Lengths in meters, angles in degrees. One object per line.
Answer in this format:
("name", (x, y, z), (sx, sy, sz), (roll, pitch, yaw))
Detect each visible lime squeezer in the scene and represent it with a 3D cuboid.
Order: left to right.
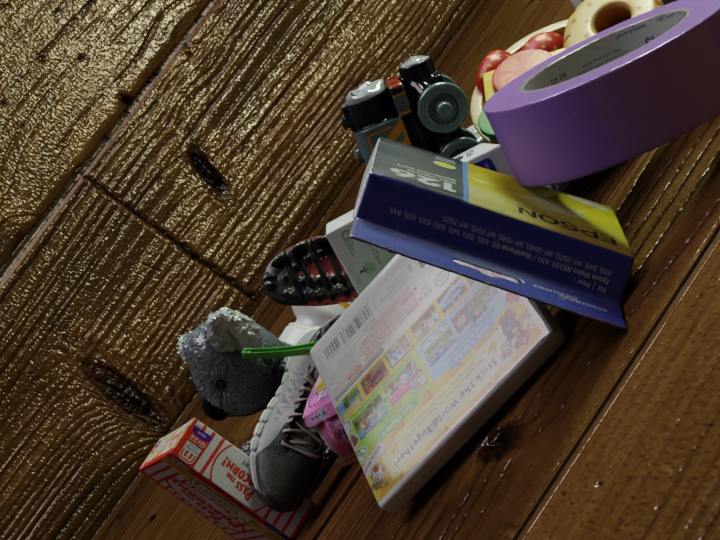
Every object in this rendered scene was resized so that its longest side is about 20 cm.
("lime squeezer", (-0.010, 0.043, 1.222), (0.200, 0.071, 0.038), (-37, 32, 21))

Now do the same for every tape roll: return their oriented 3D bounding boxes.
("tape roll", (0.195, -0.137, 1.063), (0.200, 0.066, 0.200), (-25, 12, 6))

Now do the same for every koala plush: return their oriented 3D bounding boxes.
("koala plush", (-0.107, 0.119, 1.546), (0.184, 0.200, 0.177), (-56, 7, -20))

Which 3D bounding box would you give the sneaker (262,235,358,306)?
("sneaker", (0.000, 0.000, 1.384), (0.200, 0.071, 0.098), (-16, -19, -13))

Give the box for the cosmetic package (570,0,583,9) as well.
("cosmetic package", (0.308, -0.344, 1.414), (0.200, 0.052, 0.151), (-35, 1, 38))

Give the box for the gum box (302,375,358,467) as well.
("gum box", (0.028, 0.085, 1.273), (0.113, 0.066, 0.200), (-31, 16, 23))

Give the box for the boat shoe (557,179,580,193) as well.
("boat shoe", (0.189, -0.133, 1.352), (0.203, 0.075, 0.075), (-55, 8, -15))

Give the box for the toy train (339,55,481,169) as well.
("toy train", (0.059, -0.091, 1.287), (0.114, 0.201, 0.085), (-22, 16, 2))

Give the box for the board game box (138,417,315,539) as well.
("board game box", (-0.144, 0.225, 1.482), (0.046, 0.151, 0.200), (-56, 7, -20))

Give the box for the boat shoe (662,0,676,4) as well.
("boat shoe", (0.263, -0.251, 1.392), (0.200, 0.075, 0.060), (-40, 32, 43))

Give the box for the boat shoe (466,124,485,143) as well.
("boat shoe", (0.103, -0.075, 1.478), (0.200, 0.072, 0.066), (-50, 20, -13))

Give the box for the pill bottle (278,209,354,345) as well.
("pill bottle", (-0.014, 0.030, 1.722), (0.200, 0.111, 0.111), (-56, 8, -17))

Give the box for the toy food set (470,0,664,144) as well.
("toy food set", (0.193, -0.175, 1.285), (0.199, 0.049, 0.198), (-16, 42, 14))

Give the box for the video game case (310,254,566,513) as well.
("video game case", (0.054, 0.060, 1.121), (0.200, 0.023, 0.182), (-48, 42, 19))

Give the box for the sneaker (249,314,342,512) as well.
("sneaker", (-0.050, 0.129, 1.376), (0.116, 0.075, 0.201), (131, 156, -61))

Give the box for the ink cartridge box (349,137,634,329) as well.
("ink cartridge box", (0.095, -0.035, 1.019), (0.200, 0.197, 0.047), (-81, 9, -76))

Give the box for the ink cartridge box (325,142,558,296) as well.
("ink cartridge box", (0.078, -0.040, 1.241), (0.199, 0.100, 0.039), (-26, 17, 8))
